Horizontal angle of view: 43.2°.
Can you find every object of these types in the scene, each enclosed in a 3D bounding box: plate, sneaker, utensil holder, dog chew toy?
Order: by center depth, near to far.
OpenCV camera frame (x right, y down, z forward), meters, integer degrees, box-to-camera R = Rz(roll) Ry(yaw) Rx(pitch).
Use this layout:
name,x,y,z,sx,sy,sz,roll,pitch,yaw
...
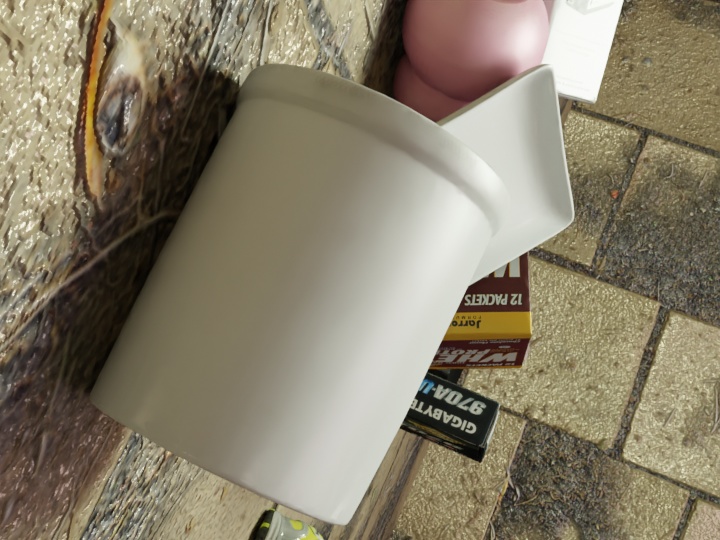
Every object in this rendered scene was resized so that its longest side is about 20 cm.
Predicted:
name,x,y,z,sx,sy,sz,roll,pitch,yaw
utensil holder,-0.034,0.015,0.510,0.200,0.170,0.170,-63,167,-9
plate,0.086,-0.064,0.786,0.200,0.032,0.200,-31,139,-5
dog chew toy,0.084,-0.171,0.805,0.125,0.124,0.200,-56,171,-42
sneaker,-0.077,0.335,1.068,0.200,0.076,0.075,79,34,-70

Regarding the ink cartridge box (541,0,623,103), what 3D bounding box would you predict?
name,x,y,z,sx,sy,sz,roll,pitch,yaw
ink cartridge box,0.174,-0.272,0.862,0.145,0.084,0.200,32,-69,58

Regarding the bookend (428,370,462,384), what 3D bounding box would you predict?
name,x,y,z,sx,sy,sz,roll,pitch,yaw
bookend,0.141,0.114,1.565,0.200,0.092,0.199,83,30,-63

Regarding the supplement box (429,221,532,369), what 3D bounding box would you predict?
name,x,y,z,sx,sy,sz,roll,pitch,yaw
supplement box,0.106,-0.009,0.963,0.197,0.133,0.200,66,24,-73

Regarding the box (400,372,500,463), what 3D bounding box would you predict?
name,x,y,z,sx,sy,sz,roll,pitch,yaw
box,0.034,0.121,0.885,0.159,0.200,0.046,72,42,-72
